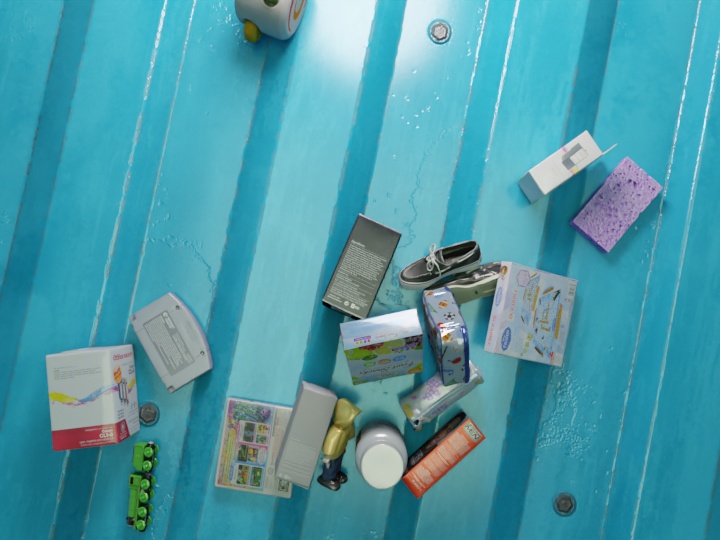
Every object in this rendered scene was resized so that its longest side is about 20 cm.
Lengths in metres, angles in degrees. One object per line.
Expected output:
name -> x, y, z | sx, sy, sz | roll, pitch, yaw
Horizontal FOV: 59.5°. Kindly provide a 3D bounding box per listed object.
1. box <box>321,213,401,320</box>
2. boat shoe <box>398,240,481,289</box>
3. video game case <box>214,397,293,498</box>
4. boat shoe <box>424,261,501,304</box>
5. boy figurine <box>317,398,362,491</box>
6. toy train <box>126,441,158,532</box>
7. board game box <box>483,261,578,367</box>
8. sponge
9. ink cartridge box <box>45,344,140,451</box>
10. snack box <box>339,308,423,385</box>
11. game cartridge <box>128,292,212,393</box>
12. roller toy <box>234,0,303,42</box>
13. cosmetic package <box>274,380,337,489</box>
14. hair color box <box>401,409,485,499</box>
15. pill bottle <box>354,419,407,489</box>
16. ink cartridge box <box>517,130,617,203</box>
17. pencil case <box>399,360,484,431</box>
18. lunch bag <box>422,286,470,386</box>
box -> 0.000, 0.000, 1.384 | 0.106, 0.148, 0.203 | 23, 83, 0
boat shoe -> 0.175, -0.017, 1.413 | 0.196, 0.068, 0.075 | -14, 55, 10
video game case -> -0.231, 0.405, 1.439 | 0.179, 0.024, 0.204 | 9, 89, 0
boat shoe -> 0.239, 0.030, 1.442 | 0.197, 0.072, 0.068 | -15, 50, 6
boy figurine -> -0.042, 0.375, 1.391 | 0.064, 0.124, 0.203 | 20, 105, 23
toy train -> -0.498, 0.489, 1.428 | 0.055, 0.042, 0.204 | 5, 88, 10
board game box -> 0.382, 0.099, 1.405 | 0.197, 0.041, 0.204 | 14, 87, -25
sponge -> 0.590, -0.151, 1.457 | 0.111, 0.030, 0.201 | 41, 88, 1
ink cartridge box -> -0.583, 0.271, 1.381 | 0.142, 0.145, 0.204 | -6, 88, -1
snack box -> 0.050, 0.170, 1.359 | 0.166, 0.201, 0.069 | -12, 60, 0
game cartridge -> -0.426, 0.161, 1.441 | 0.132, 0.040, 0.202 | -29, 88, 2
roller toy -> -0.197, -0.622, 1.398 | 0.138, 0.201, 0.184 | 22, 58, 0
cosmetic package -> -0.120, 0.354, 1.379 | 0.089, 0.107, 0.203 | 21, 88, -6
hair color box -> 0.179, 0.406, 1.401 | 0.199, 0.102, 0.061 | -41, 89, -2
pill bottle -> 0.044, 0.396, 1.351 | 0.112, 0.200, 0.117 | 0, 88, 0
ink cartridge box -> 0.462, -0.241, 1.416 | 0.199, 0.117, 0.068 | -34, 86, -1
pencil case -> 0.180, 0.272, 1.412 | 0.199, 0.091, 0.084 | -37, 88, -2
lunch bag -> 0.185, 0.141, 1.360 | 0.074, 0.201, 0.162 | -10, 125, 0
